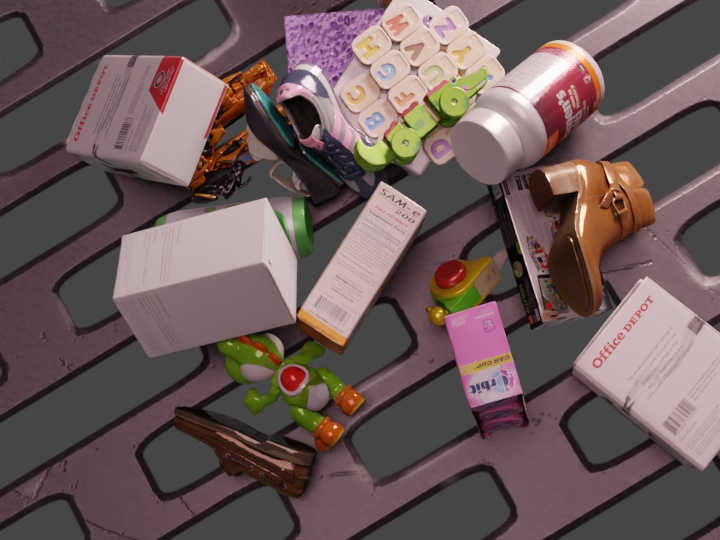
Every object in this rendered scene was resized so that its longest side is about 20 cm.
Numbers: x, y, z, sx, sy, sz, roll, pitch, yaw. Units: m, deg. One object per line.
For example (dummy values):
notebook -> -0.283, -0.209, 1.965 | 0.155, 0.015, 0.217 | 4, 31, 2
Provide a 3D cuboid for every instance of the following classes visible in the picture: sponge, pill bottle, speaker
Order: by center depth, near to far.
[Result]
pill bottle -> 0.209, -0.197, 1.658 | 0.109, 0.110, 0.200 | 42, 59, 12
speaker -> -0.164, -0.045, 1.725 | 0.198, 0.088, 0.089 | -8, 78, 6
sponge -> -0.003, -0.294, 1.779 | 0.198, 0.030, 0.113 | -4, 81, 6

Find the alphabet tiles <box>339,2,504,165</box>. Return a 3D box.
alphabet tiles -> 0.080, -0.242, 1.707 | 0.195, 0.015, 0.201 | -36, 89, -3

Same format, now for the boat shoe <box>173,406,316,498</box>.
boat shoe -> -0.156, 0.231, 1.678 | 0.198, 0.072, 0.069 | 19, 96, 18

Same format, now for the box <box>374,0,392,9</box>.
box -> 0.022, -0.469, 1.767 | 0.101, 0.113, 0.201 | -28, 78, 0

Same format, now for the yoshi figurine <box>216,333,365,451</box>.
yoshi figurine -> -0.098, 0.140, 1.692 | 0.199, 0.113, 0.112 | 37, 121, -1

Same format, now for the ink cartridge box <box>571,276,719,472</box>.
ink cartridge box -> 0.380, 0.129, 1.626 | 0.200, 0.083, 0.147 | 40, 86, 12

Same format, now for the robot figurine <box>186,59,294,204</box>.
robot figurine -> -0.181, -0.184, 1.761 | 0.199, 0.058, 0.146 | -36, 77, 4

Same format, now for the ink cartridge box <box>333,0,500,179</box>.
ink cartridge box -> 0.064, -0.247, 1.738 | 0.162, 0.050, 0.201 | 33, 84, 0

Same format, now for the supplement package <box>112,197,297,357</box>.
supplement package -> -0.189, 0.010, 1.638 | 0.198, 0.118, 0.118 | -13, 43, 12

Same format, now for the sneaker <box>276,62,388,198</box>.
sneaker -> -0.042, -0.163, 1.684 | 0.070, 0.082, 0.201 | -25, 109, 38

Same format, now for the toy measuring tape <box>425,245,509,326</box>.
toy measuring tape -> 0.148, -0.005, 1.698 | 0.073, 0.074, 0.200 | 38, 69, 12

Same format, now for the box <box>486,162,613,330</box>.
box -> 0.239, -0.033, 1.674 | 0.109, 0.035, 0.202 | -9, 76, -26

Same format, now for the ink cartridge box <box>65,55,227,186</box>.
ink cartridge box -> -0.282, -0.198, 1.718 | 0.199, 0.083, 0.145 | 13, 79, 48

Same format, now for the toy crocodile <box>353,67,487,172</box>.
toy crocodile -> 0.079, -0.191, 1.664 | 0.200, 0.068, 0.062 | -40, 89, -3

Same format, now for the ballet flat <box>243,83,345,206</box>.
ballet flat -> -0.101, -0.153, 1.703 | 0.073, 0.200, 0.073 | -29, 37, 24

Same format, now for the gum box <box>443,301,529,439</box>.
gum box -> 0.155, 0.126, 1.600 | 0.066, 0.200, 0.114 | -17, 70, 4

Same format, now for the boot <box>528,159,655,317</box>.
boot -> 0.304, -0.046, 1.654 | 0.154, 0.077, 0.202 | -7, 68, -30

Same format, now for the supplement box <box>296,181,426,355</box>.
supplement box -> 0.000, 0.000, 1.667 | 0.073, 0.126, 0.201 | 32, 81, 3
